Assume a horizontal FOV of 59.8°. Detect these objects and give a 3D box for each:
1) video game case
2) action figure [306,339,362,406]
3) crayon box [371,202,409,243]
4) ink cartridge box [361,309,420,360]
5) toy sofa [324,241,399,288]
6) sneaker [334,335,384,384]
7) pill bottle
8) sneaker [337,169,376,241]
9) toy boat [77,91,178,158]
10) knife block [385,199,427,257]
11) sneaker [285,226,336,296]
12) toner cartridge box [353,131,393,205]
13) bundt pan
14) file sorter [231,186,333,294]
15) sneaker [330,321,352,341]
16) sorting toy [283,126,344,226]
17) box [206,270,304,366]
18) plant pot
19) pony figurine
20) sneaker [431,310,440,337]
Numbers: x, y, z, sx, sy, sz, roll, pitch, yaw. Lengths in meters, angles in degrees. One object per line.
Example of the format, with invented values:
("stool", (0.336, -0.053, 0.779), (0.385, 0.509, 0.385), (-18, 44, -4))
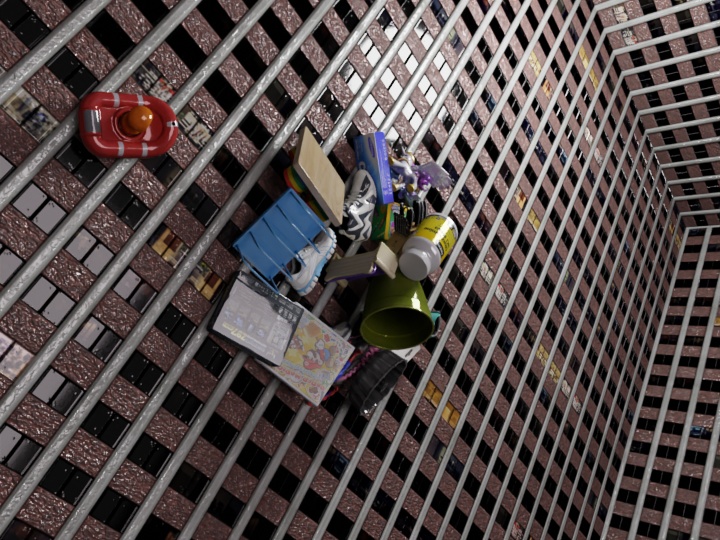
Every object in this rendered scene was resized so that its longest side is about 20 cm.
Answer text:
("video game case", (-0.139, 0.210, 1.589), (0.199, 0.023, 0.183), (38, 67, -6))
("action figure", (-0.074, 0.278, 1.649), (0.065, 0.099, 0.201), (39, 82, -3))
("crayon box", (0.124, -0.130, 1.903), (0.198, 0.058, 0.121), (15, 78, -43))
("ink cartridge box", (0.093, 0.176, 1.855), (0.117, 0.067, 0.203), (-37, 112, -37))
("toy sofa", (0.000, 0.000, 1.680), (0.083, 0.198, 0.099), (42, 54, -32))
("sneaker", (-0.017, 0.232, 1.758), (0.095, 0.079, 0.200), (44, 66, 9))
("pill bottle", (0.181, -0.063, 1.701), (0.200, 0.111, 0.114), (-50, 122, -45))
("sneaker", (-0.026, -0.186, 1.742), (0.129, 0.079, 0.203), (4, 96, -52))
("toy boat", (-0.465, -0.302, 1.284), (0.198, 0.129, 0.133), (-9, 95, -44))
("knife block", (0.160, -0.107, 1.831), (0.177, 0.064, 0.200), (-53, 134, -3))
("sneaker", (-0.133, -0.039, 1.643), (0.086, 0.074, 0.202), (39, 63, -29))
("toner cartridge box", (0.037, -0.289, 1.797), (0.043, 0.094, 0.204), (-14, 98, -41))
("bundt pan", (0.040, 0.303, 1.745), (0.202, 0.075, 0.203), (-43, 158, -22))
("file sorter", (-0.181, -0.066, 1.502), (0.200, 0.123, 0.139), (-44, 123, 1))
("sneaker", (-0.103, 0.176, 1.660), (0.199, 0.076, 0.086), (-31, 104, -37))
("sorting toy", (-0.123, -0.232, 1.607), (0.200, 0.069, 0.201), (55, 22, -31))
("box", (-0.250, 0.118, 1.513), (0.199, 0.051, 0.160), (33, 65, -25))
("plant pot", (0.096, 0.081, 1.713), (0.200, 0.199, 0.195), (38, 37, -36))
("pony figurine", (0.153, -0.278, 1.874), (0.194, 0.166, 0.200), (52, 31, -1))
("sneaker", (0.179, 0.136, 1.905), (0.201, 0.120, 0.084), (52, 56, -29))
